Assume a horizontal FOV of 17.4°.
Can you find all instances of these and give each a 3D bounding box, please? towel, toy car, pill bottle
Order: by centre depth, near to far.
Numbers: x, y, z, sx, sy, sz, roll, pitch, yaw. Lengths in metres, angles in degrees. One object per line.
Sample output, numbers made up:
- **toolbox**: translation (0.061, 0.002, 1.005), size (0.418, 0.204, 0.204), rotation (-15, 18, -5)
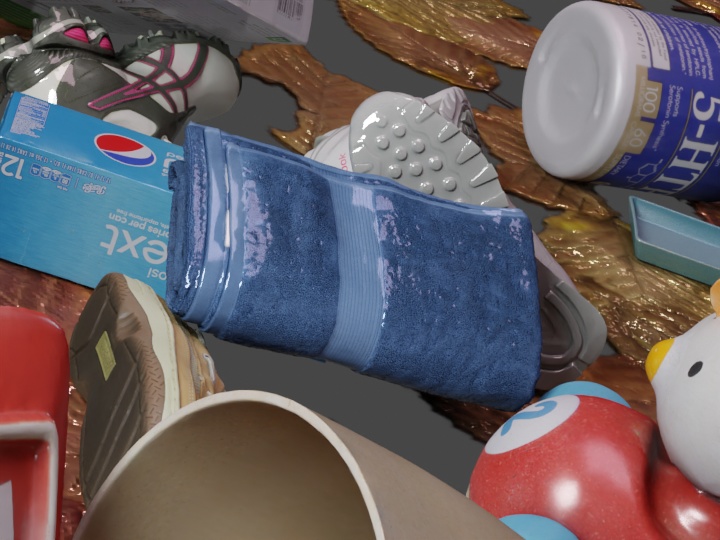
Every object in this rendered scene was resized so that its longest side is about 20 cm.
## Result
- **toy car**: translation (0.157, 0.075, 1.088), size (0.176, 0.201, 0.184), rotation (25, 25, 5)
- **towel**: translation (0.000, 0.000, 1.159), size (0.199, 0.049, 0.112), rotation (17, 50, -25)
- **pill bottle**: translation (0.222, -0.109, 1.597), size (0.199, 0.120, 0.120), rotation (7, 29, -28)

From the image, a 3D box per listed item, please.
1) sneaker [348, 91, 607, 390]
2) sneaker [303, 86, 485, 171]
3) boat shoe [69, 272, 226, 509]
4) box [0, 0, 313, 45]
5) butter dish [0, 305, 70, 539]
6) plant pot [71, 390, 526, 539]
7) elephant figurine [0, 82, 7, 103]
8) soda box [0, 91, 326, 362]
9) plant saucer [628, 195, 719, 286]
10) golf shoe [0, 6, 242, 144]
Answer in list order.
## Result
- **sneaker**: translation (0.054, -0.021, 1.280), size (0.200, 0.076, 0.081), rotation (53, 6, -26)
- **sneaker**: translation (0.015, -0.063, 1.395), size (0.099, 0.078, 0.200), rotation (-14, -6, 18)
- **boat shoe**: translation (-0.083, 0.066, 1.072), size (0.076, 0.072, 0.200), rotation (25, 22, -21)
- **box**: translation (-0.146, -0.167, 1.370), size (0.199, 0.037, 0.144), rotation (4, -6, 22)
- **butter dish**: translation (-0.196, 0.109, 0.777), size (0.147, 0.201, 0.199), rotation (2, -1, 24)
- **plant pot**: translation (0.015, 0.158, 0.866), size (0.200, 0.188, 0.187), rotation (20, 21, -40)
- **elephant figurine**: translation (-0.307, -0.160, 1.292), size (0.141, 0.156, 0.200), rotation (-5, 0, 28)
- **soda box**: translation (-0.100, -0.023, 1.227), size (0.199, 0.068, 0.064), rotation (19, 25, -8)
- **plant saucer**: translation (0.266, 0.004, 1.533), size (0.199, 0.019, 0.070), rotation (18, 25, -7)
- **golf shoe**: translation (-0.132, -0.092, 1.356), size (0.200, 0.077, 0.088), rotation (-1, 65, -57)
